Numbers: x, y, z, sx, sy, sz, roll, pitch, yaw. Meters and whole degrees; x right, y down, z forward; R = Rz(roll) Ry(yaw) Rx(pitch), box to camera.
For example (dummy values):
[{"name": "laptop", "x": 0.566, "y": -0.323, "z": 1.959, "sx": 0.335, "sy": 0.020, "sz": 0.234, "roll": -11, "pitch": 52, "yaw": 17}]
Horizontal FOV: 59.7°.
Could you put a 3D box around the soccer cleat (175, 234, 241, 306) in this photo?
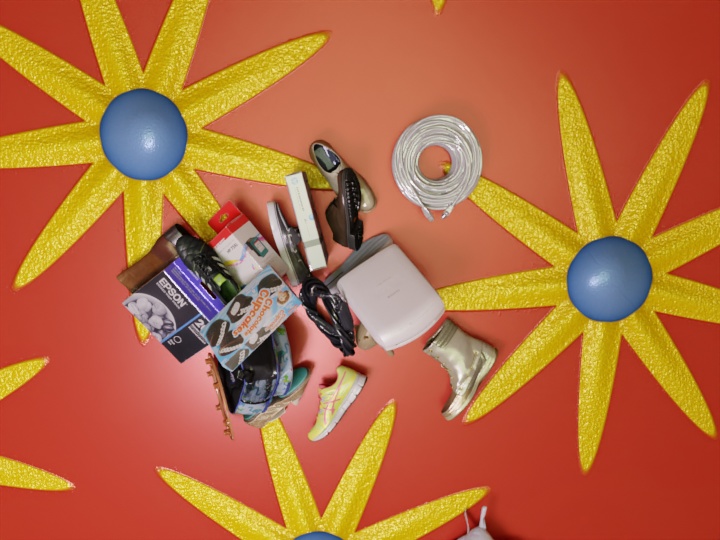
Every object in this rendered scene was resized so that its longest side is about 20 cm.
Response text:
[{"name": "soccer cleat", "x": -0.315, "y": 0.003, "z": 1.340, "sx": 0.067, "sy": 0.081, "sz": 0.200, "roll": -43, "pitch": 106, "yaw": -14}]

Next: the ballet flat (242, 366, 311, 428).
[{"name": "ballet flat", "x": -0.185, "y": 0.302, "z": 1.473, "sx": 0.199, "sy": 0.071, "sz": 0.065, "roll": -35, "pitch": 125, "yaw": 9}]

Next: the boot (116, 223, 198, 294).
[{"name": "boot", "x": -0.426, "y": 0.025, "z": 1.421, "sx": 0.200, "sy": 0.069, "sz": 0.188, "roll": -41, "pitch": 106, "yaw": 11}]

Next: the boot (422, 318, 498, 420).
[{"name": "boot", "x": 0.204, "y": 0.228, "z": 1.445, "sx": 0.154, "sy": 0.072, "sz": 0.201, "roll": 32, "pitch": 93, "yaw": -5}]

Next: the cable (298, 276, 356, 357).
[{"name": "cable", "x": -0.073, "y": 0.110, "z": 1.387, "sx": 0.051, "sy": 0.162, "sz": 0.201, "roll": -38, "pitch": 126, "yaw": -27}]

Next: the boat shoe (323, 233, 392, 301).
[{"name": "boat shoe", "x": 0.000, "y": 0.000, "z": 1.419, "sx": 0.199, "sy": 0.074, "sz": 0.067, "roll": -38, "pitch": 125, "yaw": 5}]

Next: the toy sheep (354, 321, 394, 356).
[{"name": "toy sheep", "x": 0.071, "y": 0.105, "z": 1.401, "sx": 0.200, "sy": 0.138, "sz": 0.138, "roll": -39, "pitch": 97, "yaw": -6}]

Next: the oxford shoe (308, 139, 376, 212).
[{"name": "oxford shoe", "x": -0.042, "y": -0.202, "z": 1.373, "sx": 0.200, "sy": 0.074, "sz": 0.071, "roll": 44, "pitch": 97, "yaw": -7}]

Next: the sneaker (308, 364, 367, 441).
[{"name": "sneaker", "x": -0.071, "y": 0.306, "z": 1.465, "sx": 0.090, "sy": 0.078, "sz": 0.201, "roll": 35, "pitch": 92, "yaw": 3}]

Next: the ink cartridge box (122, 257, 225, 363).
[{"name": "ink cartridge box", "x": -0.396, "y": 0.088, "z": 1.404, "sx": 0.199, "sy": 0.043, "sz": 0.199, "roll": -34, "pitch": 106, "yaw": 20}]

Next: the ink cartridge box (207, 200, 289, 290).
[{"name": "ink cartridge box", "x": -0.265, "y": -0.040, "z": 1.380, "sx": 0.200, "sy": 0.067, "sz": 0.116, "roll": 50, "pitch": 133, "yaw": -7}]

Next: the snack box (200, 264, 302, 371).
[{"name": "snack box", "x": -0.224, "y": 0.095, "z": 1.277, "sx": 0.200, "sy": 0.116, "sz": 0.037, "roll": -44, "pitch": 141, "yaw": -2}]

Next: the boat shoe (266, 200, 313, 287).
[{"name": "boat shoe", "x": -0.154, "y": -0.064, "z": 1.403, "sx": 0.066, "sy": 0.070, "sz": 0.202, "roll": -18, "pitch": 100, "yaw": -4}]

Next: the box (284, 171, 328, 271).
[{"name": "box", "x": -0.113, "y": -0.110, "z": 1.349, "sx": 0.041, "sy": 0.156, "sz": 0.202, "roll": -16, "pitch": 98, "yaw": 1}]

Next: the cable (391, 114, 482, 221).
[{"name": "cable", "x": 0.167, "y": -0.235, "z": 1.370, "sx": 0.200, "sy": 0.069, "sz": 0.200, "roll": -43, "pitch": 96, "yaw": 6}]

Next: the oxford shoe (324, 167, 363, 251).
[{"name": "oxford shoe", "x": -0.043, "y": -0.132, "z": 1.356, "sx": 0.084, "sy": 0.073, "sz": 0.201, "roll": 14, "pitch": 130, "yaw": 18}]

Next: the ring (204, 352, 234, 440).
[{"name": "ring", "x": -0.316, "y": 0.282, "z": 1.397, "sx": 0.019, "sy": 0.200, "sz": 0.203, "roll": -14, "pitch": 100, "yaw": -18}]

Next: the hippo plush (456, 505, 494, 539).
[{"name": "hippo plush", "x": 0.306, "y": 0.696, "z": 1.509, "sx": 0.160, "sy": 0.159, "sz": 0.202, "roll": 23, "pitch": 57, "yaw": -21}]

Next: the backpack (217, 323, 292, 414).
[{"name": "backpack", "x": -0.232, "y": 0.216, "z": 1.383, "sx": 0.146, "sy": 0.184, "sz": 0.201, "roll": 2, "pitch": 137, "yaw": -25}]

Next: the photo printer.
[{"name": "photo printer", "x": 0.067, "y": 0.059, "z": 1.311, "sx": 0.166, "sy": 0.070, "sz": 0.200, "roll": -32, "pitch": 58, "yaw": -9}]
